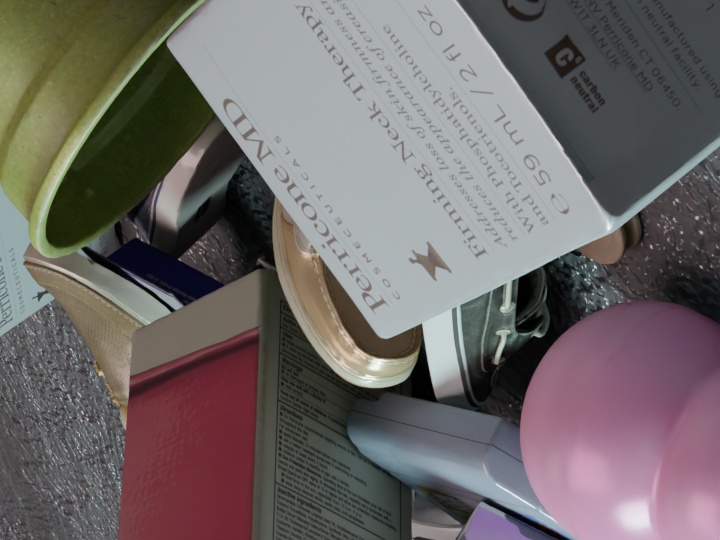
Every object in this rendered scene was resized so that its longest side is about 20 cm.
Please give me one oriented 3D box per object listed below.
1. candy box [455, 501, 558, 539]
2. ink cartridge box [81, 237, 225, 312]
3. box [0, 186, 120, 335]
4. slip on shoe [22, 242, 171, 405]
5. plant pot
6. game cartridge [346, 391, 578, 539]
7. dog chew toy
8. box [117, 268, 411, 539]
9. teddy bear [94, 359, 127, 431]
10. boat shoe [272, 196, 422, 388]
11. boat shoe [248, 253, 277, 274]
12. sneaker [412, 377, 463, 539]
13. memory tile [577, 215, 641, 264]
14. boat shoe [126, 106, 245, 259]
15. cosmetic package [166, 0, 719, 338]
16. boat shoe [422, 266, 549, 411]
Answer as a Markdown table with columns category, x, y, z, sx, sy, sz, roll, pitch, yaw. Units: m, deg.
| category | x | y | z | sx | sy | sz | roll | pitch | yaw |
| --- | --- | --- | --- | --- | --- | --- | --- | --- | --- |
| candy box | 0.115 | 0.209 | 1.288 | 0.168 | 0.072 | 0.200 | 27 | 165 | 4 |
| ink cartridge box | -0.096 | 0.033 | 1.495 | 0.095 | 0.037 | 0.200 | 27 | 169 | 37 |
| box | -0.284 | -0.092 | 1.639 | 0.200 | 0.131 | 0.199 | 41 | 153 | 26 |
| slip on shoe | -0.135 | 0.056 | 1.457 | 0.200 | 0.061 | 0.076 | 39 | 169 | -22 |
| plant pot | -0.174 | -0.141 | 1.262 | 0.184 | 0.200 | 0.200 | 39 | 154 | 8 |
| game cartridge | 0.098 | 0.131 | 1.264 | 0.200 | 0.042 | 0.133 | 38 | 167 | -35 |
| dog chew toy | 0.173 | 0.091 | 1.092 | 0.200 | 0.125 | 0.125 | 22 | 142 | 36 |
| box | -0.051 | 0.123 | 1.277 | 0.109 | 0.200 | 0.128 | -25 | 139 | 34 |
| teddy bear | -0.128 | 0.093 | 1.627 | 0.145 | 0.067 | 0.200 | 46 | 178 | -7 |
| boat shoe | -0.006 | -0.040 | 1.220 | 0.069 | 0.074 | 0.200 | -46 | 54 | 58 |
| boat shoe | 0.000 | 0.000 | 1.327 | 0.073 | 0.063 | 0.200 | 31 | 148 | -34 |
| sneaker | 0.014 | 0.084 | 1.407 | 0.200 | 0.084 | 0.121 | 23 | 152 | 50 |
| memory tile | 0.059 | -0.095 | 1.164 | 0.153 | 0.017 | 0.200 | 11 | 132 | 56 |
| boat shoe | -0.126 | -0.076 | 1.444 | 0.093 | 0.075 | 0.200 | 43 | 155 | 6 |
| cosmetic package | 0.059 | -0.100 | 0.960 | 0.167 | 0.166 | 0.200 | 54 | 152 | -4 |
| boat shoe | 0.065 | 0.020 | 1.202 | 0.200 | 0.064 | 0.071 | 76 | -169 | -65 |
